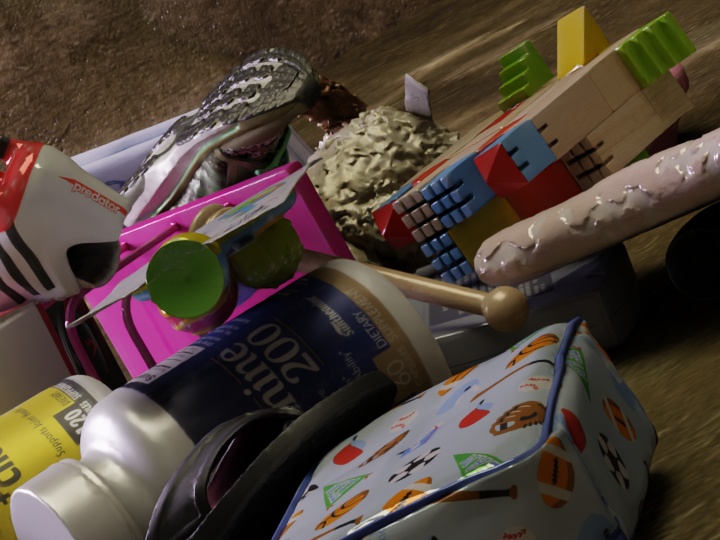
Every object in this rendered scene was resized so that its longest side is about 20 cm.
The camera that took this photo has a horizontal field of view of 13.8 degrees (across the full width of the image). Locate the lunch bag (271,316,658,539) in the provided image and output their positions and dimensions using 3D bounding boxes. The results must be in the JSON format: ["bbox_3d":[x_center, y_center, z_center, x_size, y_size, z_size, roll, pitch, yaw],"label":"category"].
[{"bbox_3d":[0.034,0.098,1.175,0.160,0.076,0.200,-31,7,16],"label":"lunch bag"}]

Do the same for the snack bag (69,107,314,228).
[{"bbox_3d":[-0.088,-0.022,1.891,0.188,0.200,0.021,-20,40,27],"label":"snack bag"}]

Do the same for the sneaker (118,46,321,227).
[{"bbox_3d":[-0.062,-0.059,1.682,0.200,0.089,0.077,-33,19,55],"label":"sneaker"}]

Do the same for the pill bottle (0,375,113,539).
[{"bbox_3d":[-0.191,0.144,1.457,0.199,0.112,0.112,-31,9,-20],"label":"pill bottle"}]

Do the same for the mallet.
[{"bbox_3d":[0.245,-0.034,1.437,0.199,0.041,0.066,-19,7,19],"label":"mallet"}]

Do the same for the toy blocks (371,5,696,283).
[{"bbox_3d":[0.079,-0.050,1.569,0.137,0.100,0.200,-39,6,-37],"label":"toy blocks"}]

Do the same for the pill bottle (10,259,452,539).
[{"bbox_3d":[-0.060,0.087,1.391,0.199,0.111,0.111,-32,10,-25],"label":"pill bottle"}]

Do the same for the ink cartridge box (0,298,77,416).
[{"bbox_3d":[-0.228,0.114,1.628,0.199,0.147,0.083,-17,12,45],"label":"ink cartridge box"}]

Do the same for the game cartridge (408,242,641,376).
[{"bbox_3d":[0.079,0.019,1.548,0.132,0.041,0.200,-20,10,5],"label":"game cartridge"}]

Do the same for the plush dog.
[{"bbox_3d":[-0.005,-0.006,1.742,0.200,0.160,0.172,-18,39,55],"label":"plush dog"}]

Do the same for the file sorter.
[{"bbox_3d":[-0.100,0.051,1.648,0.199,0.139,0.125,-19,15,44],"label":"file sorter"}]

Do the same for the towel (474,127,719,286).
[{"bbox_3d":[0.179,-0.053,1.458,0.200,0.032,0.191,-27,-3,42],"label":"towel"}]

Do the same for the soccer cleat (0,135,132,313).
[{"bbox_3d":[-0.174,-0.009,1.596,0.200,0.085,0.069,124,169,-63],"label":"soccer cleat"}]

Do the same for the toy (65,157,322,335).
[{"bbox_3d":[-0.067,-0.001,1.416,0.115,0.047,0.200,-30,1,8],"label":"toy"}]

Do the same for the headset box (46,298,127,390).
[{"bbox_3d":[-0.228,0.045,1.853,0.075,0.201,0.149,-24,8,20],"label":"headset box"}]

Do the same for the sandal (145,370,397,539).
[{"bbox_3d":[-0.068,0.107,1.286,0.200,0.048,0.075,-44,-18,3],"label":"sandal"}]

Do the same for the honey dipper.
[{"bbox_3d":[0.000,0.000,1.485,0.199,0.038,0.038,12,32,35],"label":"honey dipper"}]

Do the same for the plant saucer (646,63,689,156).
[{"bbox_3d":[0.129,-0.071,1.938,0.200,0.051,0.201,-26,9,4],"label":"plant saucer"}]
